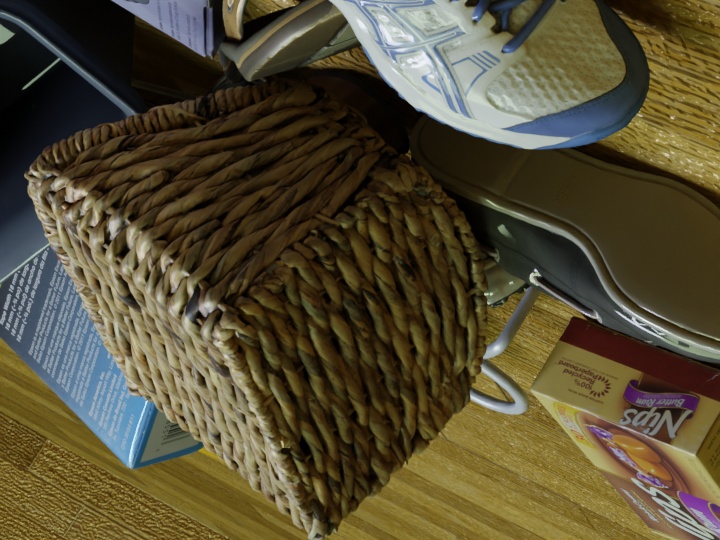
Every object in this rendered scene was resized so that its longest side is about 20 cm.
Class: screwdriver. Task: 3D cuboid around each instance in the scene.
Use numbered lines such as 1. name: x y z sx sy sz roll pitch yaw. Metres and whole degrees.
1. screwdriver: -0.153 -0.120 1.289 0.200 0.029 0.028 12 159 46

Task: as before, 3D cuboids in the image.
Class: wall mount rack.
1. wall mount rack: 0.018 0.005 1.248 0.200 0.075 0.174 35 163 -10

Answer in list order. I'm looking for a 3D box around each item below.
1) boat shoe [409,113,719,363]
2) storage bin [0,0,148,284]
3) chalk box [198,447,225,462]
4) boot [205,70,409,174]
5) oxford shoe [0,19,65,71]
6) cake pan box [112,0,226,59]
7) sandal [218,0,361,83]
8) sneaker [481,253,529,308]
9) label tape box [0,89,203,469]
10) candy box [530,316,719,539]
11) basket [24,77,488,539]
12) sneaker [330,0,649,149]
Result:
1. boat shoe: 0.108 -0.013 0.979 0.200 0.067 0.057 33 162 26
2. storage bin: -0.209 -0.093 1.122 0.200 0.134 0.146 -36 121 27
3. chalk box: -0.079 0.041 1.335 0.200 0.125 0.124 24 -171 -18
4. boot: -0.063 -0.054 1.133 0.075 0.097 0.200 53 158 -18
5. oxford shoe: -0.228 -0.175 1.212 0.200 0.071 0.074 28 -163 1
6. cake pan box: -0.131 -0.187 0.943 0.184 0.052 0.200 29 166 5
7. sandal: -0.026 -0.117 0.935 0.200 0.080 0.054 -169 60 -75
8. sneaker: 0.000 0.000 1.117 0.200 0.074 0.079 -29 118 27
9. label tape box: -0.150 -0.007 1.230 0.063 0.144 0.200 -13 -135 -46
10. candy box: 0.191 0.110 1.250 0.117 0.057 0.200 21 161 38
11. basket: -0.039 -0.001 1.001 0.149 0.143 0.200 36 160 33
12. sneaker: 0.022 -0.115 0.799 0.200 0.075 0.088 32 166 -1
